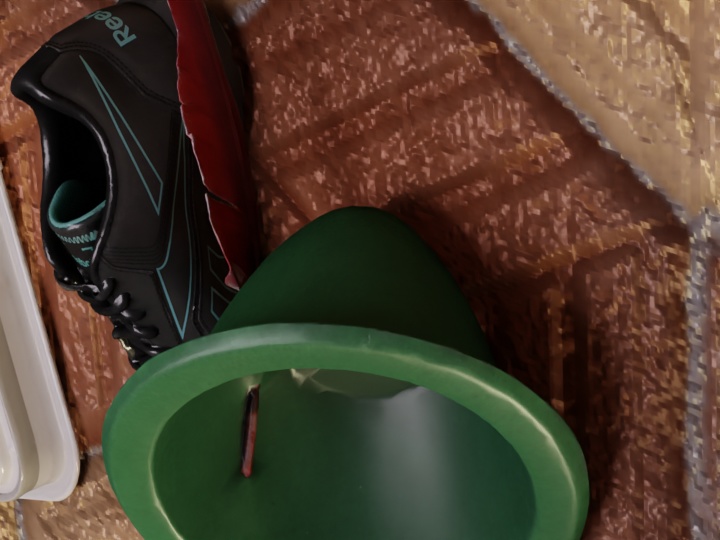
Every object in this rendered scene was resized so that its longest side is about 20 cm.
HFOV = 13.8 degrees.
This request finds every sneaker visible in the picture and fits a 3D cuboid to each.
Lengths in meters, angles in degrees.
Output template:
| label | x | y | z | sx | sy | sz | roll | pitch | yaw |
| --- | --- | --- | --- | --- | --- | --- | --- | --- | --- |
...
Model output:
| label | x | y | z | sx | sy | sz | roll | pitch | yaw |
| --- | --- | --- | --- | --- | --- | --- | --- | --- | --- |
| sneaker | -0.078 | -0.001 | 1.084 | 0.075 | 0.079 | 0.201 | 5 | 114 | 47 |

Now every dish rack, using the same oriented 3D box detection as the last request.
| label | x | y | z | sx | sy | sz | roll | pitch | yaw |
| --- | --- | --- | --- | --- | --- | --- | --- | --- | --- |
| dish rack | -0.201 | 0.008 | 1.256 | 0.171 | 0.043 | 0.201 | 0 | 109 | 48 |

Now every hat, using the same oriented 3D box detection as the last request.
| label | x | y | z | sx | sy | sz | roll | pitch | yaw |
| --- | --- | --- | --- | --- | --- | --- | --- | --- | --- |
| hat | 0.000 | 0.000 | 1.036 | 0.165 | 0.177 | 0.200 | 0 | 141 | 8 |
